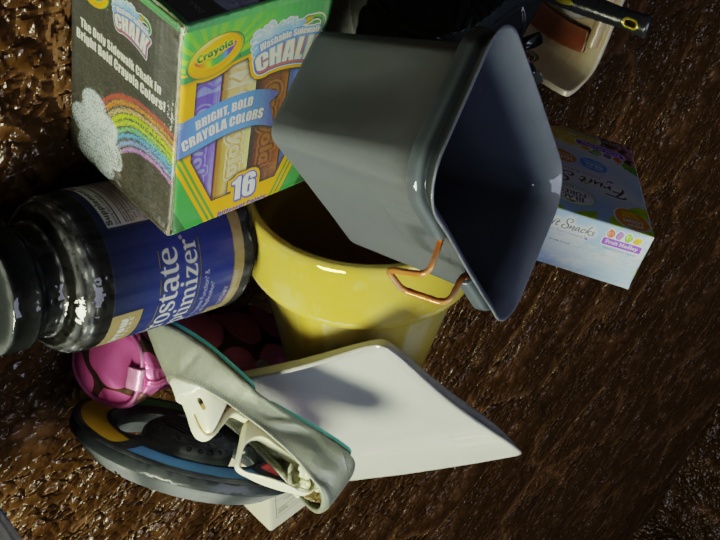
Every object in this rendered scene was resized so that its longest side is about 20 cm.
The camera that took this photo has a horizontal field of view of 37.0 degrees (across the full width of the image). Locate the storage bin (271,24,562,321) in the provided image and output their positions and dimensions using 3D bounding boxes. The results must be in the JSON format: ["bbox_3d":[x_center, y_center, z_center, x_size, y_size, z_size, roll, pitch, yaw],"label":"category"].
[{"bbox_3d":[0.034,-0.061,0.702,0.147,0.133,0.200,-65,150,-16],"label":"storage bin"}]

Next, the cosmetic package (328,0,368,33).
[{"bbox_3d":[0.033,-0.247,0.807,0.200,0.106,0.091,-40,149,-23],"label":"cosmetic package"}]

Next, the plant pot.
[{"bbox_3d":[0.000,0.000,0.903,0.200,0.200,0.190,-32,144,-31],"label":"plant pot"}]

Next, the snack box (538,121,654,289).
[{"bbox_3d":[0.195,-0.081,1.080,0.201,0.167,0.068,-80,-172,-57],"label":"snack box"}]

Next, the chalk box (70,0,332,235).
[{"bbox_3d":[-0.104,-0.151,0.698,0.123,0.125,0.202,-26,144,-38],"label":"chalk box"}]

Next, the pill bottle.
[{"bbox_3d":[-0.181,-0.007,0.766,0.199,0.112,0.113,-19,138,-45],"label":"pill bottle"}]

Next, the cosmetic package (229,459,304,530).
[{"bbox_3d":[-0.087,0.166,1.127,0.103,0.087,0.201,-34,146,-30],"label":"cosmetic package"}]

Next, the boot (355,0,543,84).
[{"bbox_3d":[0.068,-0.141,0.799,0.198,0.073,0.164,-34,147,-36],"label":"boot"}]

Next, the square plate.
[{"bbox_3d":[0.002,0.117,0.893,0.200,0.197,0.029,40,49,-37],"label":"square plate"}]

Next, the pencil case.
[{"bbox_3d":[-0.147,0.072,0.927,0.199,0.093,0.091,-2,125,-54],"label":"pencil case"}]

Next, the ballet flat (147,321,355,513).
[{"bbox_3d":[-0.092,0.116,0.826,0.064,0.199,0.067,-57,-169,-26],"label":"ballet flat"}]

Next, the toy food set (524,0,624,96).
[{"bbox_3d":[0.160,-0.272,0.919,0.060,0.143,0.202,-25,143,-44],"label":"toy food set"}]

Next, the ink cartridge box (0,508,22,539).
[{"bbox_3d":[-0.309,0.176,0.754,0.086,0.146,0.201,-40,149,-15],"label":"ink cartridge box"}]

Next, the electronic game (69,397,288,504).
[{"bbox_3d":[-0.146,0.146,0.906,0.199,0.198,0.042,10,98,-58],"label":"electronic game"}]

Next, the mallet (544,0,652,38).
[{"bbox_3d":[0.147,-0.244,0.892,0.041,0.198,0.067,-48,150,-50],"label":"mallet"}]
